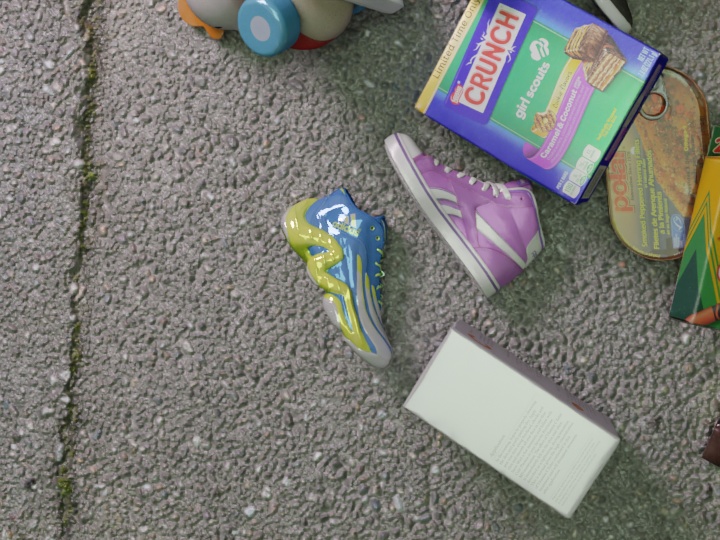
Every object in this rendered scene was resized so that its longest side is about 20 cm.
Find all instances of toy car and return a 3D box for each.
[{"bbox_3d":[-0.118,-0.297,1.188,0.199,0.184,0.178,-20,103,43],"label":"toy car"}]

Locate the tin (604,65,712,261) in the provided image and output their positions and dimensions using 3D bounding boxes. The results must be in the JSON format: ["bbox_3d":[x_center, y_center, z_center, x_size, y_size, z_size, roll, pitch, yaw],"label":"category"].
[{"bbox_3d":[0.310,-0.112,1.174,0.110,0.042,0.203,-5,92,4],"label":"tin"}]

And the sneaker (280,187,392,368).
[{"bbox_3d":[0.000,0.000,1.201,0.104,0.076,0.201,-33,86,7],"label":"sneaker"}]

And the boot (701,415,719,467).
[{"bbox_3d":[0.434,0.228,1.164,0.165,0.072,0.203,22,96,19],"label":"boot"}]

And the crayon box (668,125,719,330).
[{"bbox_3d":[0.398,-0.036,1.136,0.125,0.051,0.203,10,93,-15],"label":"crayon box"}]

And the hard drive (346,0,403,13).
[{"bbox_3d":[-0.019,-0.375,1.151,0.026,0.131,0.203,-20,73,43],"label":"hard drive"}]

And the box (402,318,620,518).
[{"bbox_3d":[0.155,0.148,1.159,0.199,0.124,0.098,34,96,6],"label":"box"}]

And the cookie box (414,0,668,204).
[{"bbox_3d":[0.183,-0.191,1.146,0.199,0.075,0.173,32,104,16],"label":"cookie box"}]

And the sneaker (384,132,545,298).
[{"bbox_3d":[0.117,-0.084,1.190,0.114,0.073,0.201,-38,97,3],"label":"sneaker"}]

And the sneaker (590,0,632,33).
[{"bbox_3d":[0.256,-0.349,1.156,0.098,0.071,0.202,-28,84,13],"label":"sneaker"}]
